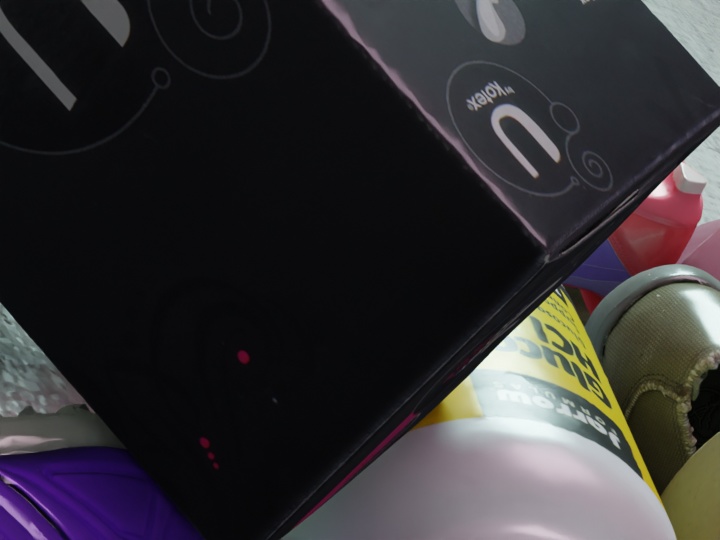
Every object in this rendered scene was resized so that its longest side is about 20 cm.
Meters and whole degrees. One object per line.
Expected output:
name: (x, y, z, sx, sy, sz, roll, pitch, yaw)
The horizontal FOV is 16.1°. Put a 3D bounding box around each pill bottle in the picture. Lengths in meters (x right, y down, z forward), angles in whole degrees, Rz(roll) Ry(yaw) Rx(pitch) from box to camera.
pill bottle: (0.024, 0.070, 0.686, 0.112, 0.113, 0.200, 31, 18, -21)

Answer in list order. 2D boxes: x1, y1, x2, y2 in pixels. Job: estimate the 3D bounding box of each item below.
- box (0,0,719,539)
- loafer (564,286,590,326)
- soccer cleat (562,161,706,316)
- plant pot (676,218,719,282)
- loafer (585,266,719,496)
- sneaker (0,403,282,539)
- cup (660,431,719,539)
box: (-0.037, -0.058, 0.573, 0.200, 0.122, 0.106, 47, 36, 5)
loafer: (0.061, -0.027, 1.072, 0.199, 0.070, 0.076, 16, 47, -42)
soccer cleat: (0.021, -0.037, 0.838, 0.199, 0.077, 0.067, 18, 31, -21)
plant pot: (0.169, 0.056, 0.926, 0.199, 0.201, 0.179, 32, 2, -16)
loafer: (0.132, 0.095, 0.789, 0.201, 0.075, 0.070, 58, -5, -14)
sneaker: (-0.088, 0.077, 0.535, 0.199, 0.070, 0.100, 19, 32, -40)
cup: (0.162, 0.147, 0.685, 0.200, 0.200, 0.144, 34, 39, -11)
